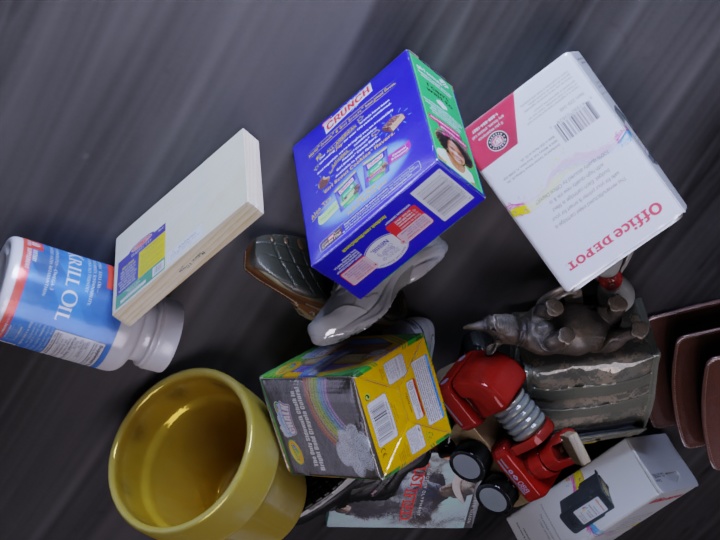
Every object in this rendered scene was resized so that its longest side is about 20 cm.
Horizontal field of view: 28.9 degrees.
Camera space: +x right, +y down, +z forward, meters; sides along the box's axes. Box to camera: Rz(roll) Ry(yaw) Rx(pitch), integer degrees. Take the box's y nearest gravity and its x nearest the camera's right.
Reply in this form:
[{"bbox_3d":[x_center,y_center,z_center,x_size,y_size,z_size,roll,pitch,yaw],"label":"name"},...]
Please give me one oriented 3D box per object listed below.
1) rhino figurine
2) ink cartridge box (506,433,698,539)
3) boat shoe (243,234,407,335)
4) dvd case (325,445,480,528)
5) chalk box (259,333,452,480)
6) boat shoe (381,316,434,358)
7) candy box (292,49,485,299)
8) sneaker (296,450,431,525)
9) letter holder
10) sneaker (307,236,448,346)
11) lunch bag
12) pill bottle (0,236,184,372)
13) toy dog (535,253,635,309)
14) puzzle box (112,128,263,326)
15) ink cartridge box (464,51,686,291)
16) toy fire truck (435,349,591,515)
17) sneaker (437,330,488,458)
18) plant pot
[{"bbox_3d":[0.210,0.064,1.545,0.199,0.060,0.087,-1,166,-11],"label":"rhino figurine"},{"bbox_3d":[0.310,0.294,1.778,0.200,0.083,0.146,-39,157,24],"label":"ink cartridge box"},{"bbox_3d":[-0.044,0.027,1.555,0.199,0.076,0.074,24,136,-24],"label":"boat shoe"},{"bbox_3d":[0.062,0.279,1.810,0.199,0.022,0.146,2,128,-12],"label":"dvd case"},{"bbox_3d":[-0.020,0.150,1.557,0.200,0.124,0.125,-4,107,47],"label":"chalk box"},{"bbox_3d":[0.051,0.148,1.654,0.086,0.074,0.203,-13,116,-55],"label":"boat shoe"},{"bbox_3d":[0.023,-0.098,1.382,0.169,0.200,0.077,-39,126,22],"label":"candy box"},{"bbox_3d":[0.001,0.265,1.722,0.200,0.076,0.088,-37,115,3],"label":"sneaker"},{"bbox_3d":[0.424,0.146,1.710,0.141,0.101,0.201,-12,130,3],"label":"letter holder"},{"bbox_3d":[0.000,0.000,1.496,0.099,0.200,0.078,52,146,-7],"label":"sneaker"},{"bbox_3d":[0.262,0.144,1.673,0.163,0.118,0.201,-6,135,-2],"label":"lunch bag"},{"bbox_3d":[-0.297,0.043,1.502,0.199,0.112,0.112,18,124,-23],"label":"pill bottle"},{"bbox_3d":[0.263,-0.037,1.559,0.131,0.097,0.200,-4,144,-9],"label":"toy dog"},{"bbox_3d":[-0.180,-0.045,1.436,0.200,0.133,0.025,-38,124,22],"label":"puzzle box"},{"bbox_3d":[0.216,-0.102,1.423,0.147,0.086,0.200,-35,90,18],"label":"ink cartridge box"},{"bbox_3d":[0.177,0.172,1.543,0.200,0.129,0.176,-32,100,43],"label":"toy fire truck"},{"bbox_3d":[0.124,0.161,1.692,0.090,0.070,0.201,-11,131,-2],"label":"sneaker"},{"bbox_3d":[-0.163,0.242,1.644,0.200,0.201,0.189,-29,142,14],"label":"plant pot"}]
